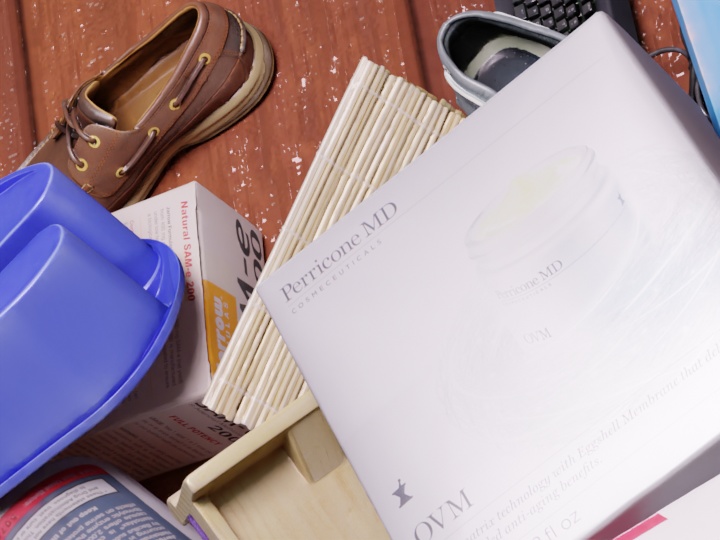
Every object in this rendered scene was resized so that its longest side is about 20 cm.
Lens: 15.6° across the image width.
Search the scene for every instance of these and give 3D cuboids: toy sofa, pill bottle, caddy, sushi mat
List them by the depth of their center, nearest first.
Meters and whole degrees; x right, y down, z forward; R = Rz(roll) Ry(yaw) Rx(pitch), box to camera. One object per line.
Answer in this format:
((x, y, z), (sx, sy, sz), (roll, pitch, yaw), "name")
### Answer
((0.002, 0.160, 1.199), (0.083, 0.098, 0.200), (-34, 80, -18), "toy sofa")
((-0.097, 0.187, 1.284), (0.200, 0.120, 0.120), (32, 86, 38), "pill bottle")
((-0.179, 0.045, 1.319), (0.200, 0.105, 0.142), (-37, 31, 11), "caddy")
((0.000, 0.000, 1.338), (0.201, 0.095, 0.012), (-65, 17, -10), "sushi mat")

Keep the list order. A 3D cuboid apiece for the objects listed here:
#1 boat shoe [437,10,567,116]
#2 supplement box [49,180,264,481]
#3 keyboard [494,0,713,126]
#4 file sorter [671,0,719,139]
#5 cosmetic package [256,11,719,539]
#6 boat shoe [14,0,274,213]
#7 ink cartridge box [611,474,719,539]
((0.104, -0.072, 1.279), (0.073, 0.062, 0.200), (-49, 41, -2), "boat shoe")
((-0.148, 0.050, 1.408), (0.199, 0.073, 0.127), (-19, 59, 23), "supplement box")
((0.128, -0.102, 1.335), (0.127, 0.021, 0.201), (-28, 57, 30), "keyboard")
((0.247, -0.156, 1.196), (0.199, 0.123, 0.139), (-12, 60, -2), "file sorter")
((0.095, 0.037, 1.133), (0.199, 0.123, 0.200), (-39, 55, 12), "cosmetic package")
((-0.142, -0.078, 1.468), (0.200, 0.068, 0.072), (-40, 54, 9), "boat shoe")
((0.172, 0.167, 1.084), (0.144, 0.200, 0.085), (-33, 52, 14), "ink cartridge box")
